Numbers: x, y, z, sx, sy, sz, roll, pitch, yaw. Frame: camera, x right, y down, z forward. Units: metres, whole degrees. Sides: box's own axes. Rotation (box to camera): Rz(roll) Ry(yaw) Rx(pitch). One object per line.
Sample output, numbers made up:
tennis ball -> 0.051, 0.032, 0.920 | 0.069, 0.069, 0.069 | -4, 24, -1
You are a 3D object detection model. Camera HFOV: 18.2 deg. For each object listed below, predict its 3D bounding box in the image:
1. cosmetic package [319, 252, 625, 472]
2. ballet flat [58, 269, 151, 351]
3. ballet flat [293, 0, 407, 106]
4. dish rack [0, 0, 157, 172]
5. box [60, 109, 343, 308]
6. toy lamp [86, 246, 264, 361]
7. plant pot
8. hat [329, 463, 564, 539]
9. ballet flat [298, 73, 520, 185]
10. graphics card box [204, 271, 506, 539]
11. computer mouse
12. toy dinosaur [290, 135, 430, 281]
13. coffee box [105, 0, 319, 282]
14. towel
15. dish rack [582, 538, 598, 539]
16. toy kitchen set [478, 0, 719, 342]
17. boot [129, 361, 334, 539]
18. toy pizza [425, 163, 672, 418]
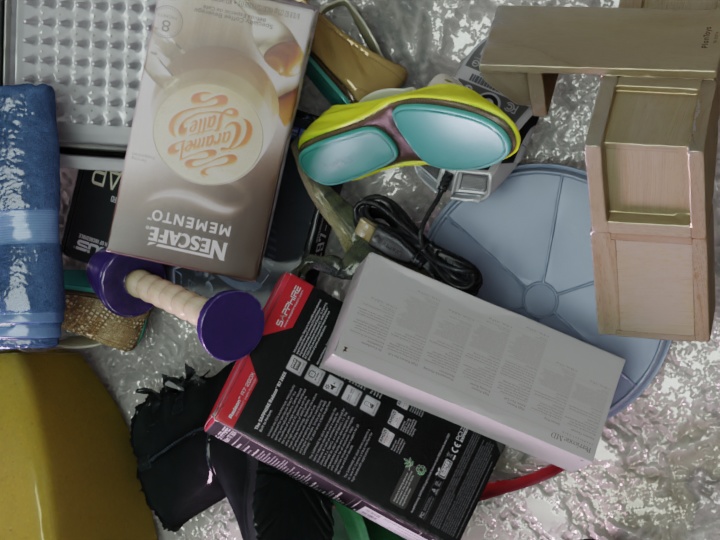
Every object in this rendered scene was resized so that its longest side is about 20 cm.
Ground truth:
cosmetic package -> 0.079, 0.067, 1.588 | 0.200, 0.051, 0.083 | 23, 69, -7
ballet flat -> -0.259, 0.027, 1.771 | 0.200, 0.071, 0.065 | 12, 114, 20
ballet flat -> -0.045, -0.192, 1.686 | 0.063, 0.069, 0.200 | -43, 84, -11
dish rack -> -0.200, -0.177, 1.694 | 0.171, 0.044, 0.200 | 5, 97, 17
box -> -0.118, -0.060, 1.725 | 0.200, 0.044, 0.160 | 19, 101, 15
toy lamp -> -0.142, 0.019, 1.637 | 0.200, 0.058, 0.058 | 22, 106, 57
plant pot -> -0.280, 0.163, 1.734 | 0.194, 0.195, 0.200 | -6, 85, 19
hat -> 0.040, 0.216, 1.718 | 0.200, 0.176, 0.166 | 2, 96, 58
ballet flat -> 0.038, -0.106, 1.580 | 0.200, 0.067, 0.067 | -7, 129, 43
graphics card box -> 0.003, 0.104, 1.611 | 0.200, 0.051, 0.126 | 28, 70, -5
computer mouse -> 0.081, -0.083, 1.631 | 0.110, 0.044, 0.200 | 26, 75, 23
toy dinosaur -> 0.000, 0.000, 1.659 | 0.200, 0.047, 0.088 | 42, 99, 4
coffee box -> -0.105, -0.103, 1.618 | 0.114, 0.080, 0.200 | 12, 99, -2
towel -> -0.275, -0.040, 1.670 | 0.112, 0.049, 0.200 | -4, 85, 18
dish rack -> 0.102, 0.274, 1.633 | 0.200, 0.055, 0.154 | -3, 98, -25
toy kitchen set -> 0.175, -0.087, 1.587 | 0.163, 0.200, 0.181 | 4, 133, 15
boot -> -0.103, 0.159, 1.684 | 0.162, 0.073, 0.198 | -27, 68, 46
toy pizza -> 0.136, 0.020, 1.658 | 0.200, 0.032, 0.200 | 3, 98, 19
